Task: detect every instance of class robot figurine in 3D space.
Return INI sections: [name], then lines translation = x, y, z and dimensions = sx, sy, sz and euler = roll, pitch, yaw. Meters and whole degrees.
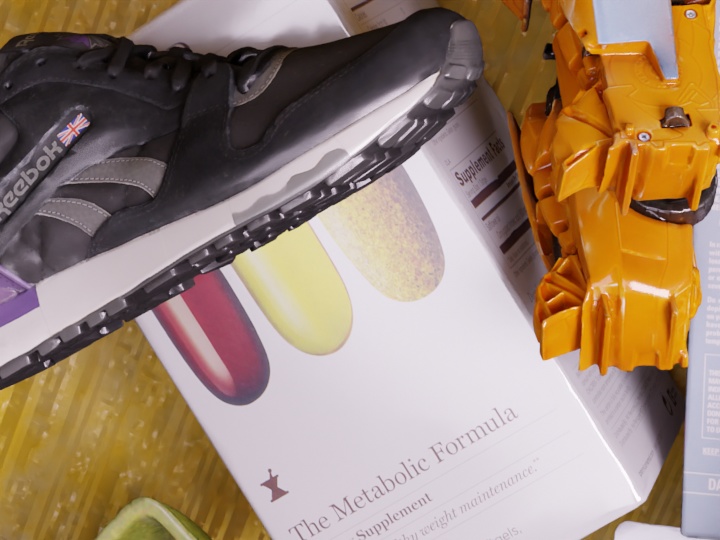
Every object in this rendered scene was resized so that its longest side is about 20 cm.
[robot figurine]
translation = 0.066, -0.079, 0.833
dimensions = 0.058, 0.201, 0.145
euler = -4, 141, -5

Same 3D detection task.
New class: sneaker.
[sneaker]
translation = -0.064, -0.038, 0.810
dimensions = 0.199, 0.076, 0.088
euler = -29, 88, 17

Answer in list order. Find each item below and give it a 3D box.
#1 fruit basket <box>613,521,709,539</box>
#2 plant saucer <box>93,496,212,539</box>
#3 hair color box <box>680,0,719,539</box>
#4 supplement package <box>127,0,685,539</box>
[fruit basket]
translation = 0.162, 0.185, 0.882
dimensions = 0.184, 0.094, 0.201
euler = 4, 88, 14
[plant saucer]
translation = -0.051, 0.197, 0.983
dimensions = 0.200, 0.048, 0.200
euler = 46, 120, 4
[hair color box]
translation = 0.137, -0.025, 0.880
dimensions = 0.060, 0.099, 0.201
euler = 4, 103, 13
[supplement package]
translation = 0.000, 0.000, 0.905
dimensions = 0.113, 0.110, 0.201
euler = -32, 93, 18
